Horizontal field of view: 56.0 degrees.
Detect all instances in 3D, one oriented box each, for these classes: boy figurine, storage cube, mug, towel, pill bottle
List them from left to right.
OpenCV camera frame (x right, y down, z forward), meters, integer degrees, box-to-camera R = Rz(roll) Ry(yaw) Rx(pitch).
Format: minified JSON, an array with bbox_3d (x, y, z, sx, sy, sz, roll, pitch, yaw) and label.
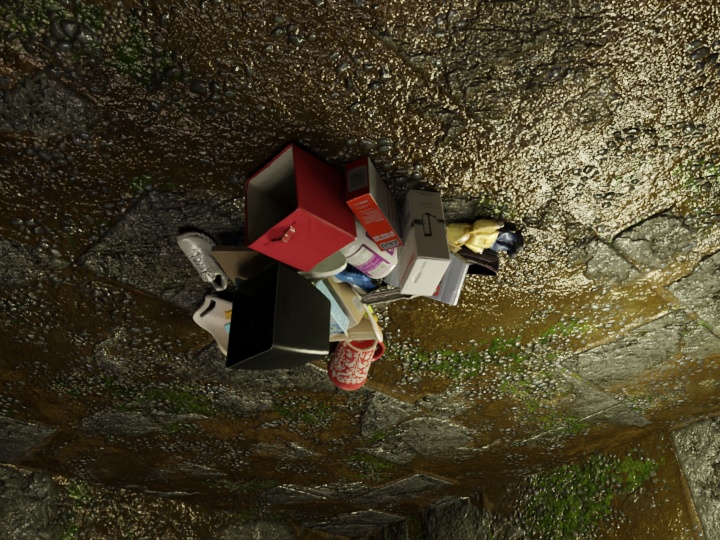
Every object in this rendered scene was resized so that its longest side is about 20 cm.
[{"bbox_3d":[-0.132,-0.129,1.473,0.170,0.203,0.178,-31,142,33],"label":"storage cube"},{"bbox_3d":[-0.011,0.245,2.088,0.132,0.178,0.201,32,140,12],"label":"mug"},{"bbox_3d":[-0.004,-0.069,1.635,0.111,0.114,0.199,-28,138,30],"label":"pill bottle"},{"bbox_3d":[0.104,0.063,1.816,0.196,0.035,0.132,-11,178,8],"label":"towel"},{"bbox_3d":[0.309,-0.085,1.685,0.197,0.065,0.125,9,145,-23],"label":"boy figurine"}]

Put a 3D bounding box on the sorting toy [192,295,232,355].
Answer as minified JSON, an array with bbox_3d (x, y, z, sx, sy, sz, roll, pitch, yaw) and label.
[{"bbox_3d":[-0.369,0.135,1.896,0.178,0.108,0.200,26,133,-21],"label":"sorting toy"}]

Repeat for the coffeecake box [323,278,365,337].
[{"bbox_3d":[-0.111,0.103,1.837,0.198,0.073,0.155,-27,105,29],"label":"coffeecake box"}]

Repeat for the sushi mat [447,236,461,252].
[{"bbox_3d":[0.159,-0.039,1.747,0.095,0.012,0.199,42,129,-12],"label":"sushi mat"}]

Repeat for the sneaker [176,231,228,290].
[{"bbox_3d":[-0.387,-0.024,1.691,0.074,0.082,0.200,-16,141,20],"label":"sneaker"}]

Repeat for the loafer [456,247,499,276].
[{"bbox_3d":[0.269,-0.018,1.767,0.196,0.064,0.072,1,147,-2],"label":"loafer"}]

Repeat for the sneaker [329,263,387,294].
[{"bbox_3d":[0.000,-0.001,1.754,0.110,0.078,0.199,-19,146,32],"label":"sneaker"}]

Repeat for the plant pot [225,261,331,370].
[{"bbox_3d":[-0.176,0.123,1.547,0.176,0.203,0.198,20,149,-36],"label":"plant pot"}]

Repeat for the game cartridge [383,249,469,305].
[{"bbox_3d":[0.167,-0.004,1.708,0.197,0.041,0.135,17,104,7],"label":"game cartridge"}]

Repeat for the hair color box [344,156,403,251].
[{"bbox_3d":[0.032,-0.147,1.532,0.063,0.112,0.200,-17,142,19],"label":"hair color box"}]

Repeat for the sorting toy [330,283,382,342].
[{"bbox_3d":[-0.046,0.110,1.899,0.197,0.108,0.182,-5,132,23],"label":"sorting toy"}]

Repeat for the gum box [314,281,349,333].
[{"bbox_3d":[-0.142,0.091,1.716,0.167,0.045,0.201,-2,143,26],"label":"gum box"}]

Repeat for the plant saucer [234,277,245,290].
[{"bbox_3d":[-0.217,0.069,1.659,0.197,0.019,0.070,18,146,-1],"label":"plant saucer"}]

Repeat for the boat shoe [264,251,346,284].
[{"bbox_3d":[-0.126,0.001,1.592,0.196,0.072,0.064,-9,142,6],"label":"boat shoe"}]

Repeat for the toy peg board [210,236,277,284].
[{"bbox_3d":[-0.238,-0.028,1.708,0.196,0.099,0.201,2,146,20],"label":"toy peg board"}]

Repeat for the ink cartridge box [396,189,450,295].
[{"bbox_3d":[0.141,-0.063,1.579,0.083,0.203,0.147,5,144,-12],"label":"ink cartridge box"}]
